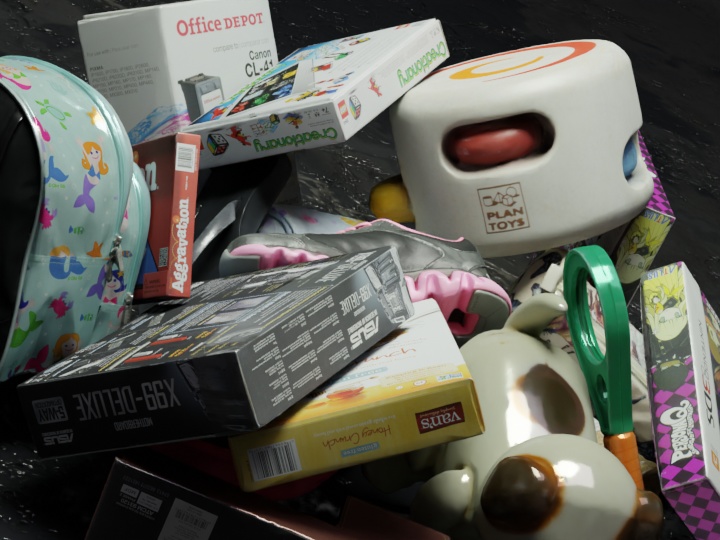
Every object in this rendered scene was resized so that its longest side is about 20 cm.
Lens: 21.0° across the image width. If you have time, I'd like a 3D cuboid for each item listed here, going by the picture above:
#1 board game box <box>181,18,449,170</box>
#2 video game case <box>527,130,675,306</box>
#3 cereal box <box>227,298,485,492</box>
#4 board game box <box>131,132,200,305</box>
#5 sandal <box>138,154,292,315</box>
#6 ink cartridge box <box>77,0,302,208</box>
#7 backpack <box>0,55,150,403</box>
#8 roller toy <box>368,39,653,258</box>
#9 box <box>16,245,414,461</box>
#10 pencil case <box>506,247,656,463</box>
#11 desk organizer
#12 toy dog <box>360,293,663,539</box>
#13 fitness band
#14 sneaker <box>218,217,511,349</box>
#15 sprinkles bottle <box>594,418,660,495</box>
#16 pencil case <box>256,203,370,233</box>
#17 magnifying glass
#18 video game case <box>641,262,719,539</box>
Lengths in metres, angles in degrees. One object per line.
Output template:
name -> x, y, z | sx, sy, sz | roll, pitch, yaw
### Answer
board game box -> -0.029, -0.131, 1.422 | 0.126, 0.035, 0.200 | -9, 19, 29
video game case -> 0.187, -0.011, 1.582 | 0.036, 0.181, 0.200 | 22, 22, -11
cereal box -> -0.009, 0.071, 1.176 | 0.144, 0.040, 0.200 | -15, 13, -2
board game box -> -0.160, -0.027, 1.276 | 0.019, 0.103, 0.200 | 8, -8, -31
sandal -> -0.108, -0.027, 1.351 | 0.076, 0.043, 0.200 | -9, 40, 26
ink cartridge box -> -0.124, -0.104, 1.470 | 0.086, 0.200, 0.148 | -4, 10, 32
backpack -> -0.222, -0.033, 1.200 | 0.177, 0.200, 0.150 | 23, 22, 37
roller toy -> 0.119, -0.085, 1.442 | 0.200, 0.140, 0.182 | -19, 13, -26
box -> -0.081, 0.046, 1.156 | 0.158, 0.050, 0.200 | -10, 12, 30
pencil case -> 0.184, 0.072, 1.422 | 0.200, 0.089, 0.078 | 45, 61, -15
desk organizer -> -0.052, 0.161, 1.126 | 0.200, 0.072, 0.077 | 23, 20, 0
toy dog -> 0.112, 0.129, 1.204 | 0.139, 0.194, 0.200 | 27, 13, -22
fitness band -> -0.074, 0.093, 1.306 | 0.144, 0.037, 0.200 | 31, 25, 14
sneaker -> 0.000, 0.000, 1.307 | 0.200, 0.079, 0.095 | 10, 40, -17
sprinkles bottle -> 0.122, 0.112, 1.395 | 0.200, 0.068, 0.068 | 37, 27, 31
pencil case -> -0.012, 0.007, 1.449 | 0.200, 0.091, 0.083 | 9, 22, -45
magnifying glass -> 0.160, 0.083, 1.241 | 0.022, 0.200, 0.080 | -11, -1, -12
video game case -> 0.246, 0.123, 1.299 | 0.200, 0.036, 0.181 | 51, 29, -39
